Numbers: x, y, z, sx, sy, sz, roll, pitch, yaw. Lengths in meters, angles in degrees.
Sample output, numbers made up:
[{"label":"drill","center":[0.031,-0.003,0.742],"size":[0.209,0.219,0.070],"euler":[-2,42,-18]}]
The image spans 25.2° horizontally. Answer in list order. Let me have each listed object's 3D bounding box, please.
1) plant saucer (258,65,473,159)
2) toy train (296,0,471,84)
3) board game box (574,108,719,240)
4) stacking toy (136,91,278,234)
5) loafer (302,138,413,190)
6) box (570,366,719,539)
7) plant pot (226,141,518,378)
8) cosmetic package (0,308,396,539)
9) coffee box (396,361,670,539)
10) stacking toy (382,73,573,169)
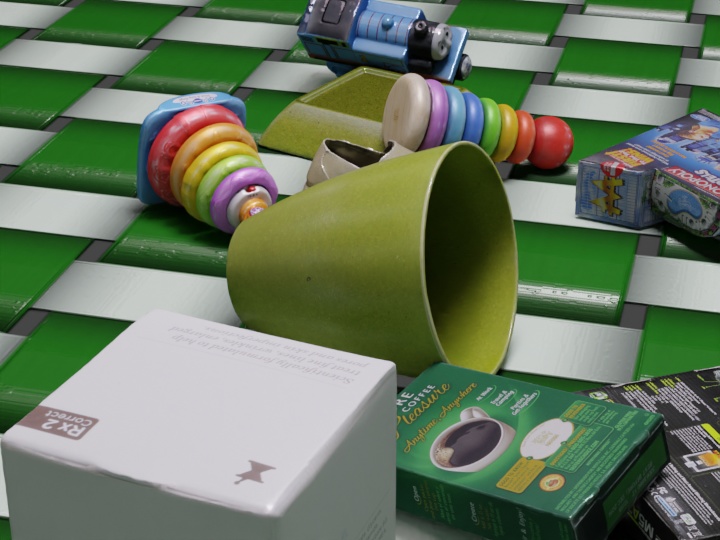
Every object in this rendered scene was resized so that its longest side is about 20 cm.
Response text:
[{"label":"plant saucer","center":[0.022,-0.168,1.740],"size":[0.198,0.048,0.200],"euler":[16,30,29]},{"label":"toy train","center":[0.028,-0.259,1.837],"size":[0.198,0.087,0.114],"euler":[15,-15,21]},{"label":"board game box","center":[0.317,-0.081,1.552],"size":[0.198,0.062,0.200],"euler":[-15,30,-26]},{"label":"stacking toy","center":[-0.120,-0.073,1.510],"size":[0.115,0.111,0.200],"euler":[-13,40,-30]},{"label":"loafer","center":[0.040,-0.087,1.551],"size":[0.198,0.069,0.076],"euler":[5,26,9]},{"label":"box","center":[0.262,0.135,1.132],"size":[0.191,0.048,0.200],"euler":[-7,26,-18]},{"label":"plant pot","center":[0.000,0.000,1.285],"size":[0.198,0.189,0.187],"euler":[-3,22,27]},{"label":"cosmetic package","center":[-0.082,0.157,0.907],"size":[0.163,0.202,0.165],"euler":[12,28,21]},{"label":"coffee box","center":[0.096,0.126,1.098],"size":[0.199,0.044,0.123],"euler":[10,37,39]},{"label":"stacking toy","center":[0.126,-0.139,1.632],"size":[0.198,0.086,0.085],"euler":[10,22,-22]}]
